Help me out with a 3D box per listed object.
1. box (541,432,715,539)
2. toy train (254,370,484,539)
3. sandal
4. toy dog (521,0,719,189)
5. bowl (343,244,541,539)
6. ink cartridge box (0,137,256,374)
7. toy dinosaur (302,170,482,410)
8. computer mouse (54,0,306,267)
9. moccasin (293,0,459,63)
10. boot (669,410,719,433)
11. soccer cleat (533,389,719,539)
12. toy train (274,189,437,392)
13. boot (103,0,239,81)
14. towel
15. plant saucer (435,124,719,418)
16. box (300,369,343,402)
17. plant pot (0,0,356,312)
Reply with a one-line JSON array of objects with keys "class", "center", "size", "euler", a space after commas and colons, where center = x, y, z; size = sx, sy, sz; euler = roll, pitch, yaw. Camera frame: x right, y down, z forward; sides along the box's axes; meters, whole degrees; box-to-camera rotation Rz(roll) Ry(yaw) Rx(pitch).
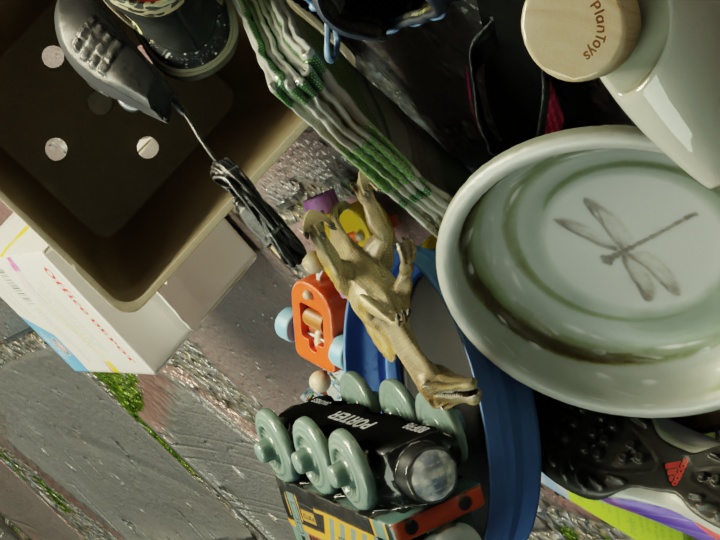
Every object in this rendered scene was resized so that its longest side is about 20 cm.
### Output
[{"class": "box", "center": [0.139, 0.105, 1.345], "size": [0.199, 0.048, 0.122], "euler": [29, 156, 28]}, {"class": "toy train", "center": [0.009, 0.125, 1.168], "size": [0.200, 0.085, 0.115], "euler": [7, 118, 65]}, {"class": "sandal", "center": [0.081, -0.093, 1.055], "size": [0.075, 0.045, 0.200], "euler": [28, 156, 30]}, {"class": "toy dog", "center": [0.167, -0.079, 0.879], "size": [0.200, 0.132, 0.096], "euler": [39, 121, -7]}, {"class": "bowl", "center": [0.047, 0.083, 1.205], "size": [0.200, 0.039, 0.202], "euler": [170, 90, -68]}, {"class": "ink cartridge box", "center": [-0.184, -0.009, 1.567], "size": [0.129, 0.125, 0.200], "euler": [48, 158, -19]}, {"class": "toy dinosaur", "center": [0.000, 0.000, 1.131], "size": [0.200, 0.058, 0.101], "euler": [-122, 15, -46]}, {"class": "computer mouse", "center": [-0.102, -0.074, 1.113], "size": [0.200, 0.034, 0.059], "euler": [49, 178, 14]}, {"class": "moccasin", "center": [-0.002, -0.145, 0.972], "size": [0.080, 0.068, 0.200], "euler": [43, 164, -16]}, {"class": "boot", "center": [0.142, 0.042, 1.202], "size": [0.199, 0.075, 0.097], "euler": [-11, 117, 52]}, {"class": "soccer cleat", "center": [0.172, 0.116, 1.134], "size": [0.199, 0.068, 0.073], "euler": [18, 159, 38]}, {"class": "toy train", "center": [0.023, 0.023, 1.328], "size": [0.199, 0.055, 0.151], "euler": [21, 126, 45]}, {"class": "boot", "center": [-0.132, -0.202, 1.069], "size": [0.204, 0.073, 0.154], "euler": [60, -179, 6]}, {"class": "towel", "center": [0.011, -0.081, 1.110], "size": [0.200, 0.031, 0.149], "euler": [40, -164, -34]}, {"class": "plant saucer", "center": [0.140, -0.008, 1.055], "size": [0.199, 0.050, 0.201], "euler": [9, 137, 8]}, {"class": "box", "center": [0.035, 0.103, 1.531], "size": [0.137, 0.040, 0.200], "euler": [42, 159, 1]}, {"class": "plant pot", "center": [-0.150, -0.110, 1.242], "size": [0.200, 0.200, 0.177], "euler": [43, 172, -6]}]
